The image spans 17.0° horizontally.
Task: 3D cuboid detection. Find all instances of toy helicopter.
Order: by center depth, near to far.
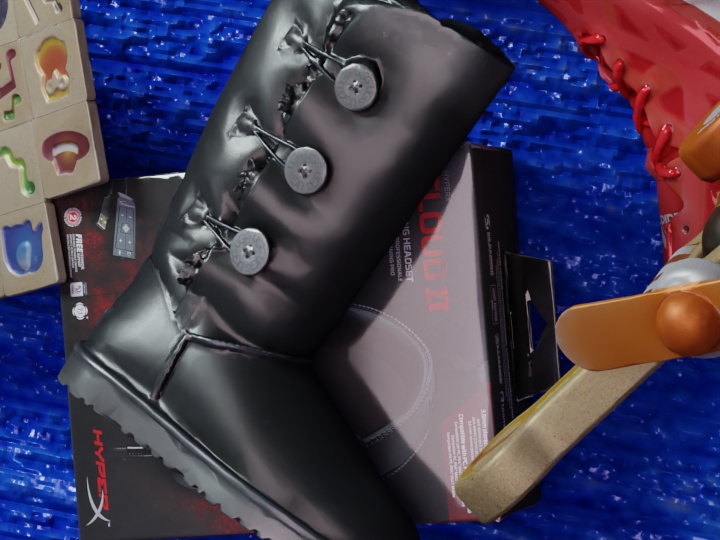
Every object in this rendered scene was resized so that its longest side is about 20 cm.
[{"bbox_3d":[0.108,0.023,0.865,0.079,0.132,0.200,44,105,-3],"label":"toy helicopter"}]

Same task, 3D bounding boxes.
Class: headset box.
[{"bbox_3d":[-0.016,0.029,0.981,0.199,0.077,0.150,-4,90,17],"label":"headset box"}]

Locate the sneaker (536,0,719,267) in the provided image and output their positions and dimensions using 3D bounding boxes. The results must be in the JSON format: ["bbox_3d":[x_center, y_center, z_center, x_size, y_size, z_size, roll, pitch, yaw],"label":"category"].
[{"bbox_3d":[0.116,-0.060,0.942,0.199,0.078,0.116,28,97,15],"label":"sneaker"}]

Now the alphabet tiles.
[{"bbox_3d":[-0.182,-0.065,1.018,0.199,0.008,0.168,-14,83,40],"label":"alphabet tiles"}]

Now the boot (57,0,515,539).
[{"bbox_3d":[-0.001,-0.001,0.909,0.165,0.066,0.200,34,95,12],"label":"boot"}]
